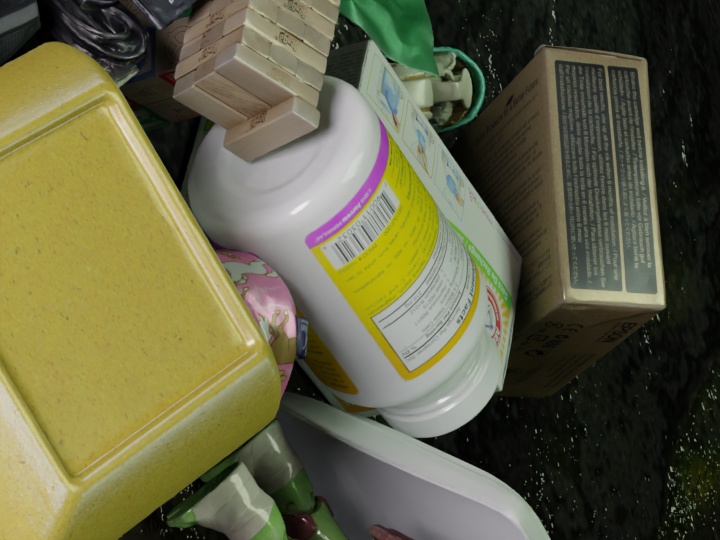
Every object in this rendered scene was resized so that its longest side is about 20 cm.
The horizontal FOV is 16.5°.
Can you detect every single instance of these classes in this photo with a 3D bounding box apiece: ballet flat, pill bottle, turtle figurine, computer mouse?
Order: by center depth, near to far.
[{"bbox_3d":[-0.197,-0.114,1.133,0.139,0.053,0.200,47,34,7],"label":"computer mouse"},{"bbox_3d":[0.000,0.000,1.277,0.200,0.104,0.105,55,35,-42],"label":"pill bottle"},{"bbox_3d":[-0.032,0.192,1.311,0.144,0.200,0.194,-41,95,-35],"label":"turtle figurine"},{"bbox_3d":[0.023,-0.110,1.547,0.200,0.070,0.068,-21,98,-62],"label":"ballet flat"}]

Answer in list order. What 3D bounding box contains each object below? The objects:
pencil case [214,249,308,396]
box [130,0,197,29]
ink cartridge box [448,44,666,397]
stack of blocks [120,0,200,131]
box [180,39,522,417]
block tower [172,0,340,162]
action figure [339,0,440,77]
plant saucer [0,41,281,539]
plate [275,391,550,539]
[{"bbox_3d":[-0.117,0.043,1.138,0.199,0.086,0.083,-9,124,-47],"label":"pencil case"},{"bbox_3d":[-0.135,-0.257,1.177,0.198,0.123,0.200,43,11,-46],"label":"box"},{"bbox_3d":[0.115,-0.025,1.553,0.075,0.200,0.166,4,71,-17],"label":"ink cartridge box"},{"bbox_3d":[-0.092,-0.185,1.318,0.058,0.114,0.201,29,53,-55],"label":"stack of blocks"},{"bbox_3d":[-0.001,-0.018,1.419,0.200,0.112,0.102,53,36,-39],"label":"box"},{"bbox_3d":[-0.041,-0.157,1.227,0.058,0.054,0.201,29,55,-32],"label":"block tower"},{"bbox_3d":[-0.042,-0.181,1.455,0.199,0.055,0.119,19,39,-43],"label":"action figure"},{"bbox_3d":[-0.126,0.011,1.050,0.200,0.048,0.201,-36,97,-47],"label":"plant saucer"},{"bbox_3d":[0.050,0.149,1.339,0.032,0.199,0.201,-48,134,-22],"label":"plate"}]
